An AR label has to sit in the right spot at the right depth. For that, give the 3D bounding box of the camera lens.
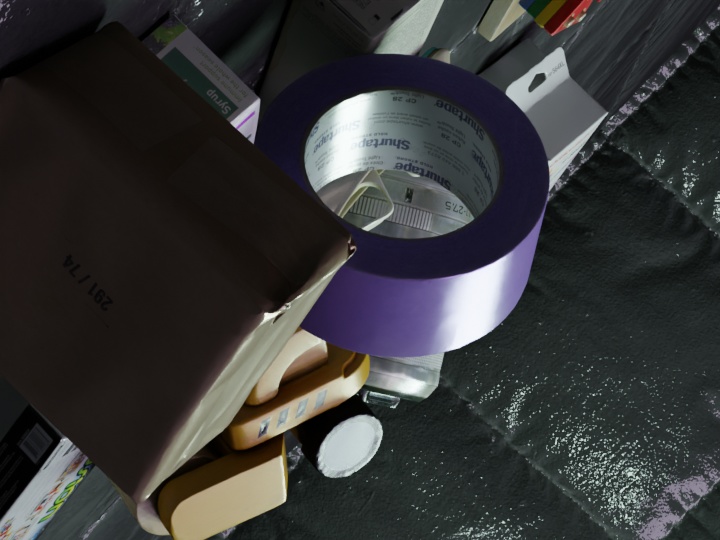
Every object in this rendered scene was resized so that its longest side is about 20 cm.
[{"bbox_3d":[0.000,0.000,1.817,0.160,0.159,0.202,32,70,-82],"label":"camera lens"}]

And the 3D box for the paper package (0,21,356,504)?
[{"bbox_3d":[-0.134,-0.004,1.301,0.103,0.200,0.191,-38,167,-51],"label":"paper package"}]

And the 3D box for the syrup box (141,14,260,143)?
[{"bbox_3d":[-0.121,-0.076,1.466,0.081,0.079,0.200,-44,171,-17],"label":"syrup box"}]

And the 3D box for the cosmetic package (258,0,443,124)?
[{"bbox_3d":[-0.006,-0.166,1.668,0.103,0.073,0.200,-43,171,-29],"label":"cosmetic package"}]

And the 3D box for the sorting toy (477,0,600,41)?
[{"bbox_3d":[0.225,-0.314,2.206,0.199,0.070,0.200,-43,171,-32],"label":"sorting toy"}]

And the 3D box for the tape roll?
[{"bbox_3d":[0.023,-0.046,1.542,0.200,0.199,0.085,-42,157,-33],"label":"tape roll"}]

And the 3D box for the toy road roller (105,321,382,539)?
[{"bbox_3d":[-0.088,0.079,1.586,0.199,0.123,0.147,-25,136,-19],"label":"toy road roller"}]

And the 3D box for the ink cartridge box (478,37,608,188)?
[{"bbox_3d":[0.163,-0.143,2.504,0.128,0.125,0.200,-40,170,-41],"label":"ink cartridge box"}]

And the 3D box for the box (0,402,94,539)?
[{"bbox_3d":[-0.232,0.152,1.553,0.200,0.035,0.110,-51,168,28],"label":"box"}]

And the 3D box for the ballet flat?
[{"bbox_3d":[0.013,-0.077,1.701,0.200,0.069,0.069,-46,172,-9],"label":"ballet flat"}]

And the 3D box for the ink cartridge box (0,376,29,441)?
[{"bbox_3d":[-0.252,0.112,1.660,0.146,0.086,0.200,-42,171,-32],"label":"ink cartridge box"}]
